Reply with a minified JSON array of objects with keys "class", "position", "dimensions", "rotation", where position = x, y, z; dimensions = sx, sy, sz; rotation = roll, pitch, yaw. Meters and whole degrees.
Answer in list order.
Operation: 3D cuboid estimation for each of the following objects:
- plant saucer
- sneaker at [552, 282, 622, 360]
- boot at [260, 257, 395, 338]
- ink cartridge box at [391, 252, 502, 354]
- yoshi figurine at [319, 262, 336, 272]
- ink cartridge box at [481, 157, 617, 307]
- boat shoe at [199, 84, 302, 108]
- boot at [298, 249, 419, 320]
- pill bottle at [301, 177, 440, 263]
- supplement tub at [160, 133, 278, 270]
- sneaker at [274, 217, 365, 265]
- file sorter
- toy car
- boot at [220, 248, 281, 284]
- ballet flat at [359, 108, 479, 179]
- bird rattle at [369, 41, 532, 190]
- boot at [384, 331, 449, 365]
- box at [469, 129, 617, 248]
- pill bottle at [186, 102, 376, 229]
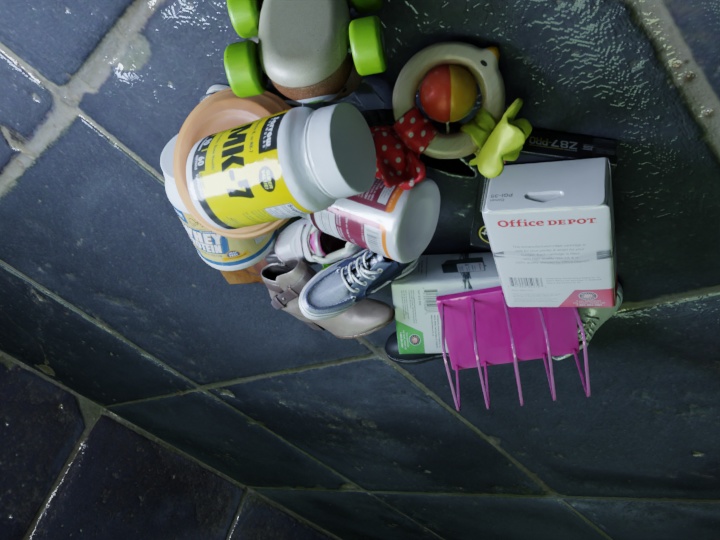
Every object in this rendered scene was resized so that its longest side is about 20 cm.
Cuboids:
[{"class":"plant saucer","position":[-0.162,-0.143,0.812],"dimensions":[0.198,0.203,0.037],"rotation":[11,-176,13]},{"class":"sneaker","position":[0.365,0.087,1.003],"dimensions":[0.072,0.071,0.201],"rotation":[17,147,4]},{"class":"boot","position":[-0.061,0.038,0.967],"dimensions":[0.198,0.071,0.147],"rotation":[-10,133,35]},{"class":"ink cartridge box","position":[0.155,0.053,0.987],"dimensions":[0.197,0.083,0.148],"rotation":[-2,123,9]},{"class":"yoshi figurine","position":[-0.008,-0.006,1.051],"dimensions":[0.111,0.114,0.200],"rotation":[12,147,-17]},{"class":"ink cartridge box","position":[0.248,-0.041,0.786],"dimensions":[0.145,0.083,0.201],"rotation":[0,142,24]},{"class":"boat shoe","position":[-0.134,-0.204,0.863],"dimensions":[0.198,0.061,0.074],"rotation":[18,142,2]},{"class":"boot","position":[0.000,0.000,0.886],"dimensions":[0.073,0.199,0.090],"rotation":[57,167,12]},{"class":"pill bottle","position":[-0.002,-0.094,0.834],"dimensions":[0.199,0.115,0.115],"rotation":[23,152,29]},{"class":"supplement tub","position":[-0.217,-0.112,0.963],"dimensions":[0.143,0.146,0.201],"rotation":[9,145,16]},{"class":"sneaker","position":[-0.064,-0.050,0.955],"dimensions":[0.198,0.088,0.082],"rotation":[-14,94,33]},{"class":"file sorter","position":[0.221,0.114,0.893],"dimensions":[0.197,0.126,0.140],"rotation":[-10,122,13]},{"class":"toy car","position":[-0.042,-0.230,0.715],"dimensions":[0.162,0.160,0.200],"rotation":[-7,157,10]},{"class":"boot","position":[-0.192,0.024,1.216],"dimensions":[0.198,0.069,0.189],"rotation":[-3,140,33]},{"class":"ballet flat","position":[0.063,-0.160,0.781],"dimensions":[0.197,0.057,0.067],"rotation":[7,136,-13]},{"class":"bird rattle","position":[0.096,-0.176,0.713],"dimensions":[0.197,0.165,0.113],"rotation":[0,-178,17]},{"class":"boot","position":[0.121,0.106,1.153],"dimensions":[0.198,0.077,0.169],"rotation":[-3,144,21]},{"class":"box","position":[0.237,-0.098,0.830],"dimensions":[0.159,0.050,0.201],"rotation":[10,145,9]},{"class":"pill bottle","position":[-0.089,-0.116,0.693],"dimensions":[0.198,0.115,0.115],"rotation":[-9,138,31]}]
